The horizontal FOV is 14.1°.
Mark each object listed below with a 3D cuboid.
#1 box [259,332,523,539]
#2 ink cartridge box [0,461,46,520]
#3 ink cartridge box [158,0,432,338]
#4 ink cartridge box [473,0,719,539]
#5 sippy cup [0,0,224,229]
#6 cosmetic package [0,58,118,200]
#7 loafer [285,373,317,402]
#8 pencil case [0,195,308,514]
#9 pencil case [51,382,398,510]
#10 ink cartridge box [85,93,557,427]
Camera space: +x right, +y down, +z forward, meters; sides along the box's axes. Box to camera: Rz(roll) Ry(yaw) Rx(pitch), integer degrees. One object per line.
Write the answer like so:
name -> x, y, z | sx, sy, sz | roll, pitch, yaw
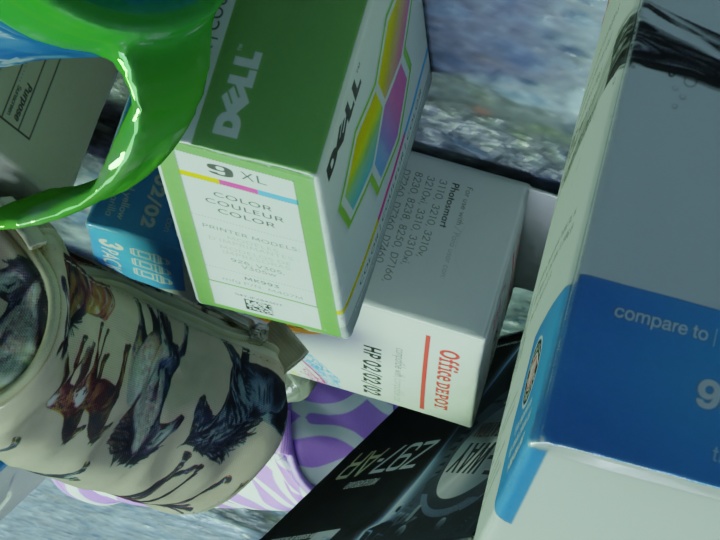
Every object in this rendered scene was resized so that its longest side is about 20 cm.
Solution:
box -> 0.054, 0.083, 1.178 | 0.044, 0.160, 0.200 | 54, 151, -11
ink cartridge box -> -0.230, 0.030, 1.349 | 0.200, 0.067, 0.116 | 46, 162, 6
ink cartridge box -> -0.022, -0.064, 0.926 | 0.059, 0.104, 0.200 | 13, 160, 9
ink cartridge box -> 0.098, -0.016, 0.811 | 0.084, 0.201, 0.145 | 14, 161, 1
sippy cup -> -0.116, -0.108, 0.792 | 0.130, 0.179, 0.139 | -21, 149, 39
cosmetic package -> -0.159, -0.110, 0.922 | 0.071, 0.106, 0.200 | 5, 156, 35
loafer -> -0.097, 0.028, 1.309 | 0.199, 0.070, 0.070 | -11, 140, 43
pencil case -> -0.097, 0.030, 1.027 | 0.078, 0.090, 0.200 | 40, -175, 27
pencil case -> -0.068, 0.074, 1.368 | 0.085, 0.085, 0.199 | -15, -175, -42
ink cartridge box -> 0.000, 0.000, 1.135 | 0.199, 0.068, 0.115 | 16, 161, 5
